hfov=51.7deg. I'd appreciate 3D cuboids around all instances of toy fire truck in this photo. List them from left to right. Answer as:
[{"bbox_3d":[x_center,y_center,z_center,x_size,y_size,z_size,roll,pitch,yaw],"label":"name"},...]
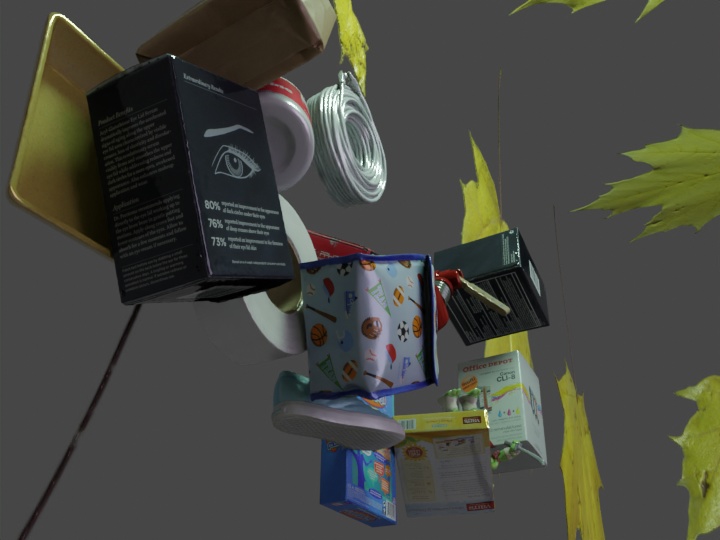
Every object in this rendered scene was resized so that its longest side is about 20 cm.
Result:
[{"bbox_3d":[0.142,0.057,1.284,0.130,0.197,0.176,67,25,-15],"label":"toy fire truck"}]

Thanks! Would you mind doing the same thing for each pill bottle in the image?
[{"bbox_3d":[-0.115,-0.176,0.909,0.201,0.111,0.114,-106,170,-66],"label":"pill bottle"}]

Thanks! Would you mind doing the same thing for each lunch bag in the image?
[{"bbox_3d":[0.033,0.065,0.924,0.198,0.122,0.174,2,84,-52],"label":"lunch bag"}]

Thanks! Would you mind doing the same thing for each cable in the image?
[{"bbox_3d":[-0.024,-0.204,1.231,0.201,0.068,0.202,60,29,-32],"label":"cable"}]

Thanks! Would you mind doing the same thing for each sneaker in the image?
[{"bbox_3d":[-0.023,0.173,0.952,0.198,0.074,0.083,24,47,-34],"label":"sneaker"}]

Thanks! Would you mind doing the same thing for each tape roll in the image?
[{"bbox_3d":[-0.122,0.007,0.890,0.202,0.070,0.206,43,40,-50],"label":"tape roll"}]

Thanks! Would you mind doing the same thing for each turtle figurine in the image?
[{"bbox_3d":[0.233,0.307,1.383,0.201,0.141,0.196,100,-26,-59],"label":"turtle figurine"}]

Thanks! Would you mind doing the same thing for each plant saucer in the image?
[{"bbox_3d":[-0.247,-0.101,0.704,0.200,0.048,0.203,42,41,-52],"label":"plant saucer"}]

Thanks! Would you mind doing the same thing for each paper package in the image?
[{"bbox_3d":[-0.132,-0.273,0.848,0.104,0.188,0.201,58,18,-24],"label":"paper package"}]

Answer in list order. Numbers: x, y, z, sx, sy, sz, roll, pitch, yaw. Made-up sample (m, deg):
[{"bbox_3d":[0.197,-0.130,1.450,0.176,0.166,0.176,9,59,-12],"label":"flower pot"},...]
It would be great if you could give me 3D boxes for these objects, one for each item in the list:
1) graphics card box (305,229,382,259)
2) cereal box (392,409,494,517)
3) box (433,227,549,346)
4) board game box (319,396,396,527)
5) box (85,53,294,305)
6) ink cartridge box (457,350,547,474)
[{"bbox_3d":[0.000,0.000,1.093,0.199,0.124,0.052,26,83,-60],"label":"graphics card box"},{"bbox_3d":[0.128,0.296,1.124,0.040,0.141,0.203,-86,169,-52],"label":"cereal box"},{"bbox_3d":[0.280,0.038,1.604,0.201,0.195,0.125,55,28,-37],"label":"box"},{"bbox_3d":[0.000,0.243,1.053,0.152,0.044,0.203,44,39,-49],"label":"board game box"},{"bbox_3d":[-0.156,-0.077,0.704,0.147,0.103,0.204,4,72,-65],"label":"box"},{"bbox_3d":[0.293,0.296,1.547,0.145,0.143,0.203,49,34,-44],"label":"ink cartridge box"}]
